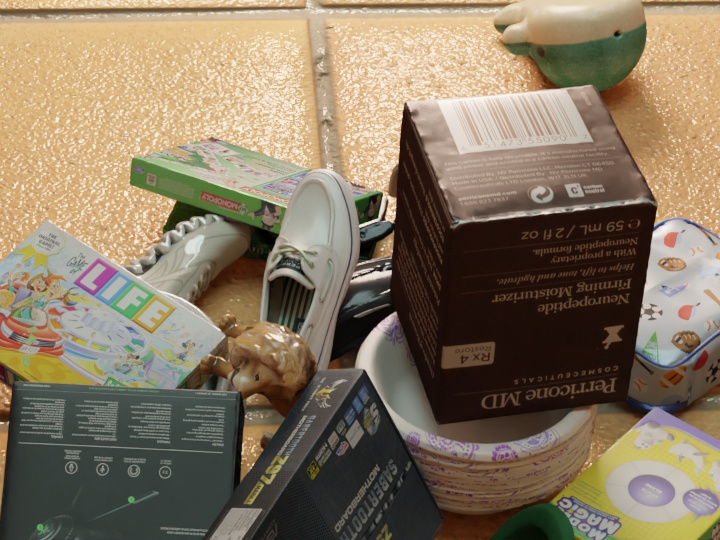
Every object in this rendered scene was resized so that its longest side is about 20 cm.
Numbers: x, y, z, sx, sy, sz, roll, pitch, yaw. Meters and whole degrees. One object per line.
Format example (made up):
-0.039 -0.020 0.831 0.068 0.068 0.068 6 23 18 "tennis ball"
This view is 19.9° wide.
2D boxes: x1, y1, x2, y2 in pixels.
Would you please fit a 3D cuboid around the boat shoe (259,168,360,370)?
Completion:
-0.047 0.006 1.759 0.073 0.067 0.202 -1 77 25 "boat shoe"

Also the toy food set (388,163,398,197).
0.130 -0.063 1.919 0.142 0.061 0.200 -6 18 -24 "toy food set"

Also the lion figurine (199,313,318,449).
-0.054 0.100 1.627 0.122 0.200 0.073 18 71 40 "lion figurine"

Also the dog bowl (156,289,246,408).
-0.193 0.099 1.696 0.198 0.059 0.202 0 51 0 "dog bowl"

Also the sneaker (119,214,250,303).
-0.173 0.017 1.838 0.199 0.076 0.081 -30 59 -28 "sneaker"

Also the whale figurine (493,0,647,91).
0.222 -0.247 2.188 0.158 0.105 0.200 -19 18 -24 "whale figurine"

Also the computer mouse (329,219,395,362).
0.000 0.000 1.844 0.199 0.046 0.140 -29 37 -11 "computer mouse"

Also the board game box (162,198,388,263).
-0.080 -0.047 1.955 0.198 0.024 0.105 10 41 9 "board game box"

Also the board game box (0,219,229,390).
-0.225 0.056 1.670 0.199 0.034 0.135 30 56 21 "board game box"

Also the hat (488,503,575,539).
0.165 0.294 1.469 0.175 0.165 0.202 27 71 -18 "hat"

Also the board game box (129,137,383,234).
-0.097 -0.077 1.911 0.198 0.029 0.134 19 21 26 "board game box"

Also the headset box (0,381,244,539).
-0.177 0.193 1.518 0.172 0.093 0.202 2 73 0 "headset box"

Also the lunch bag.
0.273 0.035 1.827 0.199 0.076 0.160 -31 46 -34 "lunch bag"

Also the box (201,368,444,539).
-0.025 0.196 1.517 0.051 0.159 0.200 -3 36 37 "box"

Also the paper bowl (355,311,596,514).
0.093 0.120 1.681 0.198 0.105 0.202 2 37 -1 "paper bowl"

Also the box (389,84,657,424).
0.122 -0.015 1.608 0.164 0.202 0.165 -7 39 -11 "box"

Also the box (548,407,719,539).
0.225 0.197 1.637 0.117 0.049 0.200 28 46 29 "box"
